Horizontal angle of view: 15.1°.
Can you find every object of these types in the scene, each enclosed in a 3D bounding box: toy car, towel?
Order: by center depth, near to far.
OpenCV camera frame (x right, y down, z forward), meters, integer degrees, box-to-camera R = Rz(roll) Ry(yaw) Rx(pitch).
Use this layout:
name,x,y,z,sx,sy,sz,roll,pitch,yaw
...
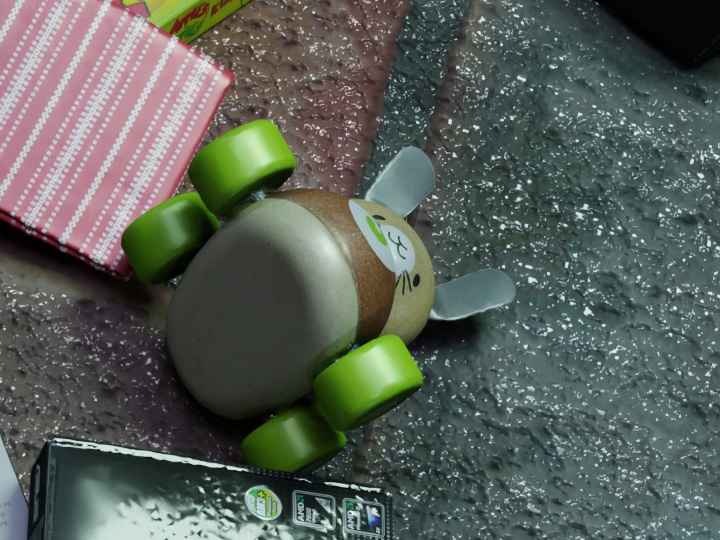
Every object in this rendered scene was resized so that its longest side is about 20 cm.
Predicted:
name,x,y,z,sx,sy,sz,roll,pitch,yaw
toy car,0.000,0.000,1.504,0.200,0.158,0.165,-22,77,-42
towel,-0.188,-0.099,1.538,0.199,0.022,0.145,29,75,-6

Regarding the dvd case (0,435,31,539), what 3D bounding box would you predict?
name,x,y,z,sx,sy,sz,roll,pitch,yaw
dvd case,-0.261,0.101,1.421,0.150,0.025,0.201,-13,62,-24

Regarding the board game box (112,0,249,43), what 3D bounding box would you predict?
name,x,y,z,sx,sy,sz,roll,pitch,yaw
board game box,-0.130,-0.185,1.642,0.102,0.048,0.200,42,55,13

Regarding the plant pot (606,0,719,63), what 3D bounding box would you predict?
name,x,y,z,sx,sy,sz,roll,pitch,yaw
plant pot,0.236,-0.252,1.721,0.200,0.200,0.178,-26,78,-30

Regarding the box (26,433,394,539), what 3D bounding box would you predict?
name,x,y,z,sx,sy,sz,roll,pitch,yaw
box,-0.077,0.193,1.388,0.192,0.048,0.201,13,56,-19
